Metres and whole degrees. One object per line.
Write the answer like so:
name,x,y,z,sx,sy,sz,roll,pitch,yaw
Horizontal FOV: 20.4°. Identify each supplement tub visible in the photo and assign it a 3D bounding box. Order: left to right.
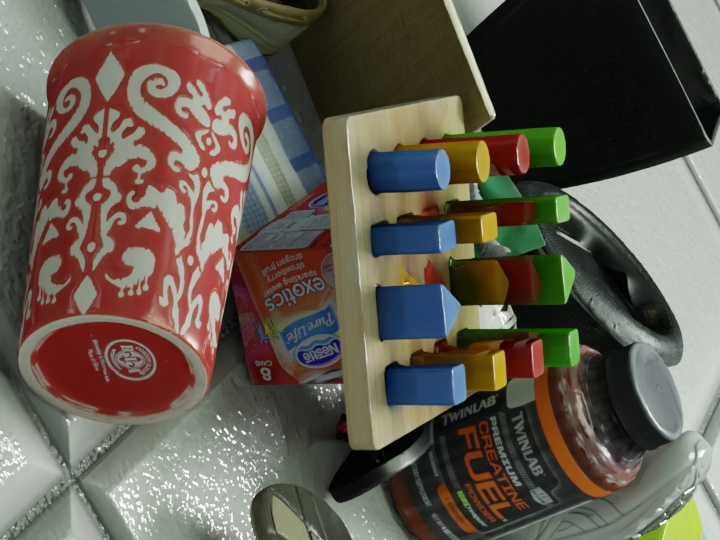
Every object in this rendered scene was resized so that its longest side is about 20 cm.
supplement tub,0.121,0.117,1.386,0.107,0.199,0.108,39,36,-37

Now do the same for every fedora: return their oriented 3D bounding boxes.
fedora,0.172,0.023,1.642,0.200,0.092,0.201,38,20,-17

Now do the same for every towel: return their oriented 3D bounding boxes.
towel,-0.090,-0.078,1.367,0.148,0.024,0.200,63,27,-4

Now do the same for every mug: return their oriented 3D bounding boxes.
mug,-0.115,-0.014,1.165,0.177,0.133,0.201,39,41,-37

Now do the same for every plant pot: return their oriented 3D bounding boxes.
plant pot,0.190,-0.172,1.741,0.201,0.176,0.200,61,17,-6

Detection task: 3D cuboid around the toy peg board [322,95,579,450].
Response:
toy peg board,0.066,-0.006,1.264,0.199,0.097,0.202,-20,106,-66

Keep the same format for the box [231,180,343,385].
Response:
box,0.000,0.000,1.355,0.200,0.099,0.096,-42,126,-62

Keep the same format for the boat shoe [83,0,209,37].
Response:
boat shoe,-0.159,-0.206,1.292,0.201,0.068,0.057,53,24,-5

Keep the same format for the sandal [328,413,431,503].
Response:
sandal,0.015,0.099,1.360,0.045,0.075,0.200,58,21,-11

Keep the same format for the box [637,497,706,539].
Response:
box,0.237,0.251,1.565,0.201,0.047,0.123,66,36,-45

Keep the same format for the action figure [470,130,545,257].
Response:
action figure,0.054,-0.097,1.508,0.055,0.117,0.202,127,-55,-75

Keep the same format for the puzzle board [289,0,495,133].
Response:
puzzle board,0.020,-0.144,1.441,0.017,0.200,0.152,-17,82,-32

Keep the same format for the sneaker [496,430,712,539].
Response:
sneaker,0.162,0.157,1.443,0.078,0.200,0.100,-11,67,-55

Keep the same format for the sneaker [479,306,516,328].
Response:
sneaker,0.088,0.008,1.555,0.201,0.072,0.072,64,26,-4

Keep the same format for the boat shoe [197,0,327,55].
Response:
boat shoe,-0.100,-0.222,1.417,0.199,0.066,0.075,26,47,-49

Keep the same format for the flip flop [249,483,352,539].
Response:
flip flop,-0.023,0.203,1.233,0.200,0.057,0.082,55,21,-50
